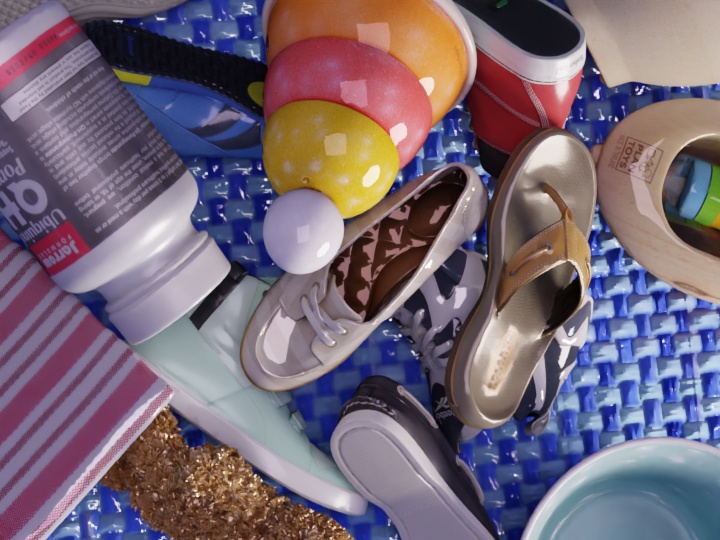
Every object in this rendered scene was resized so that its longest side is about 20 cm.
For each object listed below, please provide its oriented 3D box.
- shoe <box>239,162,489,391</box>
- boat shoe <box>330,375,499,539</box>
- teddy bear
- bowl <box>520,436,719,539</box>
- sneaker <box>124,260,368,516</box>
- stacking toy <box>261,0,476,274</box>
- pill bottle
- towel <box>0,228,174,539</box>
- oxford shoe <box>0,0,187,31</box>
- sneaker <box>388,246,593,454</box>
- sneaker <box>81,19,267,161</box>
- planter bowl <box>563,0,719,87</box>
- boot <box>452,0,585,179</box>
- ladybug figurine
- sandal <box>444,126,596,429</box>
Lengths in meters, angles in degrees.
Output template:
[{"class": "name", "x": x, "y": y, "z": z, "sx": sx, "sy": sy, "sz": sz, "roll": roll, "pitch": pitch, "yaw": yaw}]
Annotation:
[{"class": "shoe", "x": 0.000, "y": 0.000, "z": 1.024, "sx": 0.200, "sy": 0.053, "sz": 0.070, "roll": -42, "pitch": 83, "yaw": -3}, {"class": "boat shoe", "x": 0.050, "y": 0.158, "z": 1.083, "sx": 0.074, "sy": 0.060, "sz": 0.200, "roll": -25, "pitch": 114, "yaw": 31}, {"class": "teddy bear", "x": -0.098, "y": 0.158, "z": 1.034, "sx": 0.200, "sy": 0.145, "sz": 0.067, "roll": 42, "pitch": 51, "yaw": -3}, {"class": "bowl", "x": 0.188, "y": 0.210, "z": 1.086, "sx": 0.199, "sy": 0.105, "sz": 0.203, "roll": 0, "pitch": 88, "yaw": -8}, {"class": "sneaker", "x": -0.054, "y": 0.073, "z": 1.077, "sx": 0.200, "sy": 0.074, "sz": 0.119, "roll": 37, "pitch": 80, "yaw": -6}, {"class": "stacking toy", "x": -0.017, "y": -0.084, "z": 0.996, "sx": 0.145, "sy": 0.146, "sz": 0.201, "roll": 24, "pitch": 54, "yaw": -6}, {"class": "pill bottle", "x": -0.171, "y": -0.057, "z": 0.998, "sx": 0.111, "sy": 0.111, "sz": 0.200, "roll": -38, "pitch": 100, "yaw": -7}, {"class": "towel", "x": -0.225, "y": 0.077, "z": 1.027, "sx": 0.200, "sy": 0.030, "sz": 0.146, "roll": 38, "pitch": 82, "yaw": 30}, {"class": "oxford shoe", "x": -0.187, "y": -0.194, "z": 1.082, "sx": 0.199, "sy": 0.058, "sz": 0.076, "roll": -24, "pitch": 93, "yaw": -23}, {"class": "sneaker", "x": 0.052, "y": 0.053, "z": 1.087, "sx": 0.198, "sy": 0.079, "sz": 0.131, "roll": 19, "pitch": 77, "yaw": -16}, {"class": "sneaker", "x": -0.110, "y": -0.105, "z": 1.091, "sx": 0.199, "sy": 0.066, "sz": 0.079, "roll": 15, "pitch": 127, "yaw": -19}, {"class": "planter bowl", "x": 0.197, "y": -0.205, "z": 1.073, "sx": 0.134, "sy": 0.200, "sz": 0.201, "roll": -27, "pitch": 91, "yaw": 11}, {"class": "boot", "x": 0.073, "y": -0.145, "z": 1.106, "sx": 0.072, "sy": 0.145, "sz": 0.200, "roll": -26, "pitch": 53, "yaw": -23}, {"class": "ladybug figurine", "x": 0.248, "y": -0.046, "z": 1.122, "sx": 0.199, "sy": 0.072, "sz": 0.137, "roll": 24, "pitch": 85, "yaw": -6}, {"class": "sandal", "x": 0.113, "y": 0.008, "z": 1.029, "sx": 0.080, "sy": 0.054, "sz": 0.201, "roll": 23, "pitch": 82, "yaw": -33}]
